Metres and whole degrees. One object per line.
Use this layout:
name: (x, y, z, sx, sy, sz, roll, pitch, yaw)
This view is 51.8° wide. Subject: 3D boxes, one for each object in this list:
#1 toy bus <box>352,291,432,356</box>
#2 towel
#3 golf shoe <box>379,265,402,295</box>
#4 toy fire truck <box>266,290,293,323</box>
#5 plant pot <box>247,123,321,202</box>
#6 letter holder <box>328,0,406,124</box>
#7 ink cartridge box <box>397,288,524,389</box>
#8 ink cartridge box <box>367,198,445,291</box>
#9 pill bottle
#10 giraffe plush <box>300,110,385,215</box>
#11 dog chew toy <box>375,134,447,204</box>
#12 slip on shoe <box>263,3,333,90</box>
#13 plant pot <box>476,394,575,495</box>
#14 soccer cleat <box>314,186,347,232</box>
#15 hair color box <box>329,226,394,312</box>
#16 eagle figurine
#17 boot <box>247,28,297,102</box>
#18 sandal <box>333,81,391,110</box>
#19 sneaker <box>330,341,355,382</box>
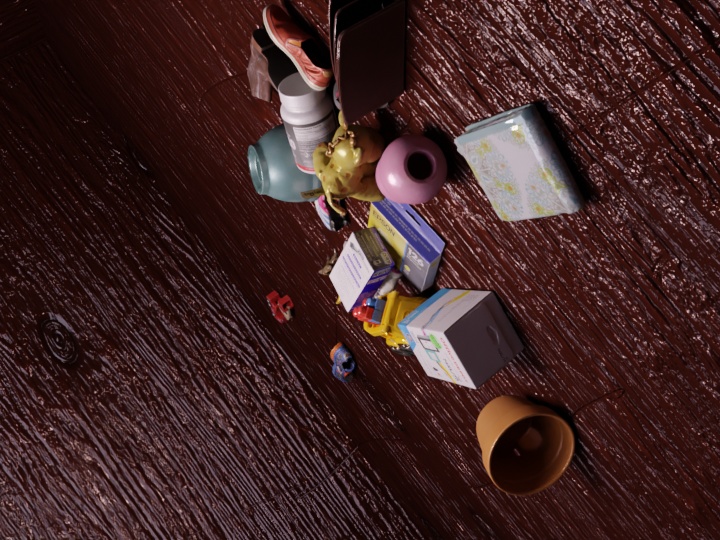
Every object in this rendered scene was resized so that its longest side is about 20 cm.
toy bus: (0.071, 0.116, 1.748, 0.192, 0.136, 0.200, 17, 168, -13)
towel: (0.243, -0.161, 1.149, 0.171, 0.048, 0.200, 56, 161, -13)
golf shoe: (0.026, -0.013, 1.802, 0.200, 0.075, 0.092, 43, 125, 46)
toy fire truck: (-0.310, 0.152, 2.942, 0.141, 0.049, 0.200, 39, 156, 36)
plant pot: (-0.190, -0.252, 1.773, 0.200, 0.134, 0.201, 166, 90, -70)
letter holder: (-0.009, -0.365, 1.244, 0.101, 0.142, 0.200, 44, 159, 26)
ink cartridge box: (0.209, 0.138, 1.569, 0.147, 0.146, 0.200, 59, 160, -13)
ink cartridge box: (0.095, -0.069, 1.645, 0.198, 0.047, 0.200, 48, 162, 19)
pill bottle: (-0.106, -0.317, 1.592, 0.114, 0.114, 0.200, 38, 155, 38)
giraffe plush: (-0.019, -0.228, 1.467, 0.173, 0.200, 0.162, 44, 140, 15)
dog chew toy: (0.084, -0.180, 1.383, 0.125, 0.124, 0.200, 56, 169, -6)
slip on shoe: (-0.120, -0.454, 1.479, 0.200, 0.074, 0.061, 54, 138, 3)
plant pot: (0.340, 0.361, 1.603, 0.200, 0.200, 0.140, 64, 175, -25)
soccer cleat: (-0.087, -0.177, 1.846, 0.086, 0.070, 0.200, 42, 157, 31)
hair color box: (0.000, 0.000, 1.731, 0.109, 0.065, 0.200, 62, 151, 20)
eagle figurine: (-0.012, 0.034, 1.989, 0.200, 0.151, 0.152, 28, -152, -11)
boot: (-0.206, -0.429, 1.710, 0.187, 0.064, 0.200, 64, 159, 11)
sandal: (-0.011, -0.337, 1.438, 0.200, 0.045, 0.075, 17, 139, 60)
sneaker: (-0.055, 0.343, 2.640, 0.078, 0.075, 0.200, 36, 156, 34)
